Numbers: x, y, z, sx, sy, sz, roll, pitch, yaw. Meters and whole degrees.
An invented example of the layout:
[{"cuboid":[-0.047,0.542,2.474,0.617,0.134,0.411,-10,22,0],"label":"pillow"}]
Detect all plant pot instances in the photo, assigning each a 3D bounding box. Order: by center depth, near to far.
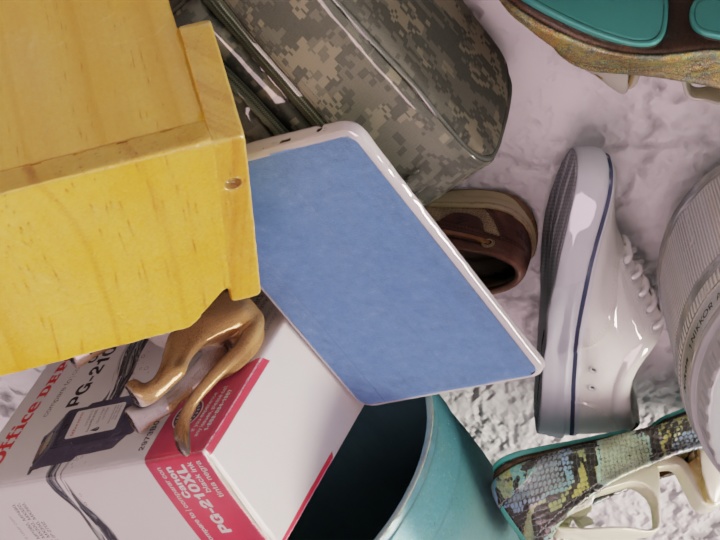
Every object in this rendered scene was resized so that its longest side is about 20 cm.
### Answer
[{"cuboid":[0.013,0.175,1.551,0.200,0.200,0.188,-28,127,23],"label":"plant pot"}]

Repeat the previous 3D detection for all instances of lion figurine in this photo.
[{"cuboid":[-0.100,0.022,1.453,0.122,0.200,0.073,-32,134,-14],"label":"lion figurine"}]

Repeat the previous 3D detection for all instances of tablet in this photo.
[{"cuboid":[0.000,0.000,1.396,0.130,0.014,0.200,-12,132,35],"label":"tablet"}]

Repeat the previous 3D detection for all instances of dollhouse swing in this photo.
[{"cuboid":[-0.173,-0.076,1.312,0.199,0.176,0.182,-15,143,-9],"label":"dollhouse swing"}]

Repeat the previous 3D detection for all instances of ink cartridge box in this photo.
[{"cuboid":[-0.112,0.096,1.503,0.199,0.145,0.084,-12,123,39],"label":"ink cartridge box"}]

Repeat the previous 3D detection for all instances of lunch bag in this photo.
[{"cuboid":[-0.035,-0.104,1.414,0.167,0.140,0.200,-31,113,28],"label":"lunch bag"}]

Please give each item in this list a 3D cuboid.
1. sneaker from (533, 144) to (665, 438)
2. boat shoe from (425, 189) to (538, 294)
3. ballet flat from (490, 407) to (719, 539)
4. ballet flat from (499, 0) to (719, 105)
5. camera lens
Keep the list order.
[{"cuboid":[0.141,0.012,1.502,0.070,0.073,0.201,0,130,-2],"label":"sneaker"},{"cuboid":[0.002,-0.002,1.505,0.199,0.072,0.072,-2,120,10],"label":"boat shoe"},{"cuboid":[0.173,0.118,1.512,0.199,0.074,0.074,-17,121,-14],"label":"ballet flat"},{"cuboid":[0.169,-0.123,1.416,0.199,0.071,0.071,8,122,4],"label":"ballet flat"},{"cuboid":[0.247,0.030,1.405,0.159,0.200,0.161,0,114,0],"label":"camera lens"}]
